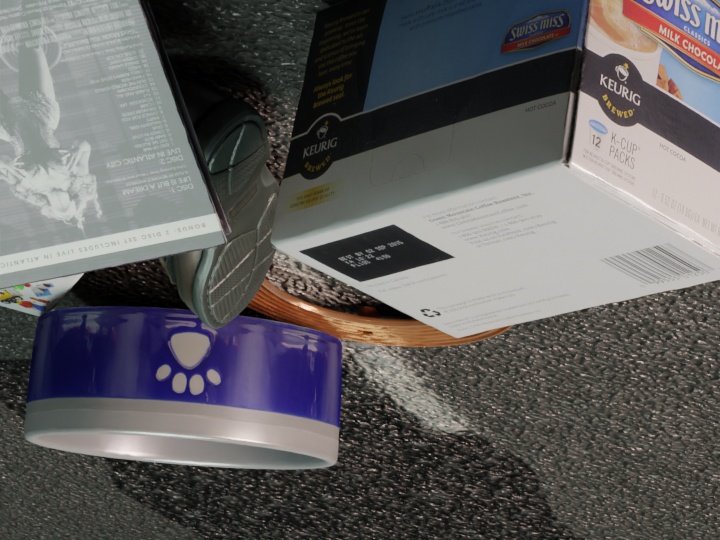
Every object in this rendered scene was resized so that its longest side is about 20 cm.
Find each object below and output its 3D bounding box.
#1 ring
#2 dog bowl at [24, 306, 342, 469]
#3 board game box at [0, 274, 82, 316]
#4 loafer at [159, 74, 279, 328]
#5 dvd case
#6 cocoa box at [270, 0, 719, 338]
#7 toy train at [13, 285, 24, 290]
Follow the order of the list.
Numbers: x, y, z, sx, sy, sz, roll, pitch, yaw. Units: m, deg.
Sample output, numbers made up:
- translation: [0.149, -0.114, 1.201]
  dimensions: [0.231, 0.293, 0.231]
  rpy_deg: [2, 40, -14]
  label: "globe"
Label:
- translation: [0.000, 0.000, 1.603]
  dimensions: [0.199, 0.019, 0.201]
  rpy_deg: [9, 159, 4]
  label: "ring"
- translation: [-0.111, 0.077, 1.699]
  dimensions: [0.199, 0.079, 0.200]
  rpy_deg: [4, 171, 1]
  label: "dog bowl"
- translation: [-0.220, -0.030, 1.607]
  dimensions: [0.126, 0.035, 0.200]
  rpy_deg: [17, 157, -16]
  label: "board game box"
- translation: [-0.086, -0.043, 1.480]
  dimensions: [0.063, 0.072, 0.200]
  rpy_deg: [37, 155, 19]
  label: "loafer"
- translation: [-0.162, -0.082, 1.316]
  dimensions: [0.148, 0.016, 0.201]
  rpy_deg: [-11, 124, 11]
  label: "dvd case"
- translation: [0.077, -0.065, 1.259]
  dimensions: [0.133, 0.132, 0.200]
  rpy_deg: [27, 153, -35]
  label: "cocoa box"
- translation: [-0.231, -0.040, 1.452]
  dimensions: [0.056, 0.042, 0.200]
  rpy_deg: [36, 178, 28]
  label: "toy train"
